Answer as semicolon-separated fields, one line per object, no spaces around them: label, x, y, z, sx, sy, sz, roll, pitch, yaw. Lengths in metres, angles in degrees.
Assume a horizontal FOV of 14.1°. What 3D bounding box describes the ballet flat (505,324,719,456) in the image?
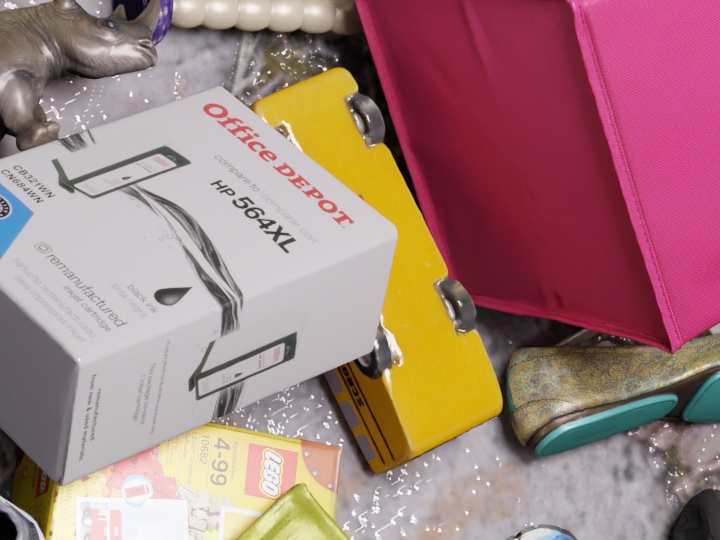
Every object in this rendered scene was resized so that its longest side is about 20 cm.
ballet flat;0.167;0.052;1.591;0.200;0.071;0.071;-9;80;-26

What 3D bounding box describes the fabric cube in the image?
fabric cube;0.150;-0.098;1.514;0.199;0.200;0.196;-28;113;-27

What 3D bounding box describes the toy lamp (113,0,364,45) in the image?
toy lamp;-0.029;-0.135;1.555;0.200;0.058;0.058;-1;77;-22

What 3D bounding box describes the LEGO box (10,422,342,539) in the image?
LEGO box;-0.099;0.177;1.429;0.149;0.077;0.200;12;72;-20

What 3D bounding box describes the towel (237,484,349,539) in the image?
towel;0.008;0.203;1.407;0.086;0.018;0.200;-43;96;-27

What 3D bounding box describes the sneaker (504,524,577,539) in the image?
sneaker;0.059;0.220;1.484;0.090;0.078;0.200;34;74;1

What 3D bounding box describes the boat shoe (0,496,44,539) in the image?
boat shoe;-0.243;0.103;1.355;0.200;0.068;0.072;21;73;9

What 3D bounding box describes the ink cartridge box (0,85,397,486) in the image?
ink cartridge box;-0.104;0.001;1.416;0.200;0.084;0.146;-23;50;-37

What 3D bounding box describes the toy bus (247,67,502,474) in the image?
toy bus;0.000;0.000;1.519;0.065;0.078;0.200;-25;87;-26

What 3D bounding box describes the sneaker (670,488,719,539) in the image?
sneaker;0.139;0.199;1.538;0.104;0.060;0.200;21;72;-22

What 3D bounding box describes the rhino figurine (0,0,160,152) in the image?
rhino figurine;-0.180;-0.086;1.456;0.200;0.060;0.087;-38;68;-18
